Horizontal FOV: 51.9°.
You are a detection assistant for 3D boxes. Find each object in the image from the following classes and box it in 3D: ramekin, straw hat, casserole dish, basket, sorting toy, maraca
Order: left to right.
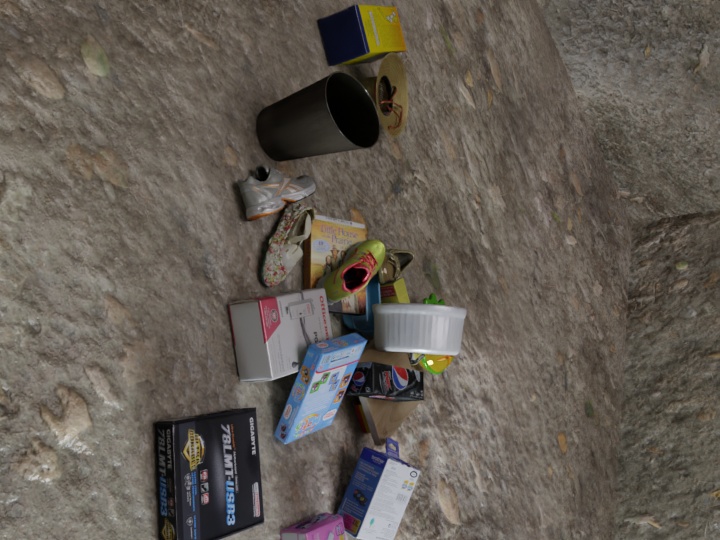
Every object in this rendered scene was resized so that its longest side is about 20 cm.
[{"bbox_3d":[-0.092,-0.288,1.446,0.180,0.199,0.137,25,63,-50],"label":"basket"},{"bbox_3d":[-0.003,0.049,1.647,0.121,0.039,0.201,8,77,-56],"label":"casserole dish"},{"bbox_3d":[0.037,0.248,1.632,0.200,0.069,0.200,-35,111,-53],"label":"sorting toy"},{"bbox_3d":[0.042,-0.419,1.783,0.201,0.085,0.203,-21,114,-60],"label":"straw hat"},{"bbox_3d":[0.121,0.125,1.555,0.200,0.199,0.098,14,77,-54],"label":"ramekin"},{"bbox_3d":[0.185,0.158,1.840,0.137,0.106,0.201,33,56,-48],"label":"maraca"}]

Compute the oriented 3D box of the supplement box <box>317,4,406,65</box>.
[{"bbox_3d":[0.007,-0.553,1.738,0.200,0.108,0.110,-28,106,-55],"label":"supplement box"}]

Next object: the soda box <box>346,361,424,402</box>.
[{"bbox_3d":[0.055,0.233,1.534,0.200,0.070,0.064,20,65,-53],"label":"soda box"}]

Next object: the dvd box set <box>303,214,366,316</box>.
[{"bbox_3d":[-0.052,-0.010,1.556,0.146,0.029,0.201,10,74,-36],"label":"dvd box set"}]

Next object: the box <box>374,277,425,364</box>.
[{"bbox_3d":[0.086,0.121,1.732,0.050,0.075,0.201,-30,109,-54],"label":"box"}]

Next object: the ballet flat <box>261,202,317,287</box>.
[{"bbox_3d":[-0.137,-0.057,1.444,0.076,0.064,0.201,57,40,-47],"label":"ballet flat"}]

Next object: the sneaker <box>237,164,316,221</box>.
[{"bbox_3d":[-0.159,-0.168,1.435,0.200,0.075,0.092,-36,108,-55],"label":"sneaker"}]

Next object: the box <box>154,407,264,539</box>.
[{"bbox_3d":[-0.243,0.335,1.212,0.198,0.049,0.201,5,79,-55],"label":"box"}]

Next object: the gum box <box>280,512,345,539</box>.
[{"bbox_3d":[-0.082,0.563,1.381,0.113,0.066,0.201,1,81,-55],"label":"gum box"}]

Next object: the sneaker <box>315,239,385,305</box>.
[{"bbox_3d":[0.000,0.000,1.517,0.078,0.090,0.200,54,52,-14],"label":"sneaker"}]

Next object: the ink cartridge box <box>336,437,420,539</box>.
[{"bbox_3d":[0.042,0.452,1.532,0.136,0.076,0.201,35,76,-48],"label":"ink cartridge box"}]

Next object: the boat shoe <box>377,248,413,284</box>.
[{"bbox_3d":[0.078,-0.016,1.711,0.201,0.063,0.074,-27,108,-75],"label":"boat shoe"}]

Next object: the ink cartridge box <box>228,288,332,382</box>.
[{"bbox_3d":[-0.142,0.115,1.382,0.200,0.082,0.148,-10,91,-56],"label":"ink cartridge box"}]

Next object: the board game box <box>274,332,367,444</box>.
[{"bbox_3d":[-0.074,0.221,1.405,0.151,0.036,0.201,-8,124,-57],"label":"board game box"}]
